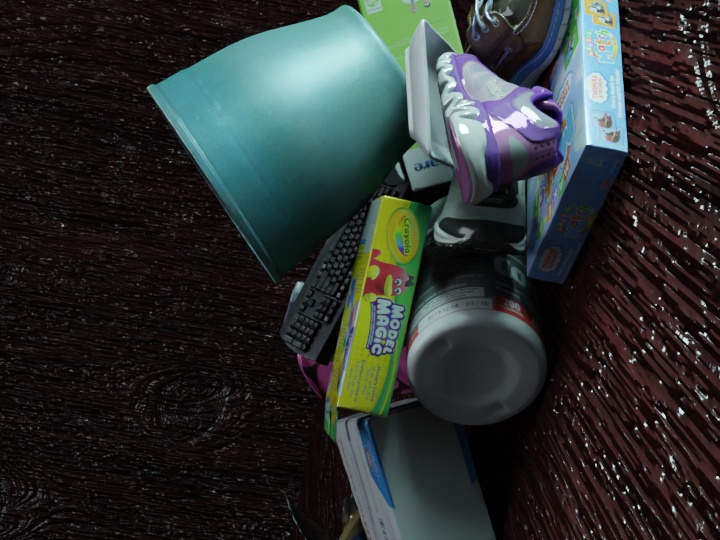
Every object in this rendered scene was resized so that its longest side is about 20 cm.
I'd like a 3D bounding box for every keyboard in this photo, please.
[{"bbox_3d":[0.000,0.000,1.254,0.127,0.021,0.201,23,84,42],"label":"keyboard"}]

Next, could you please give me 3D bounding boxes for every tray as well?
[{"bbox_3d":[0.064,-0.140,1.077,0.200,0.022,0.108,-2,-92,-77],"label":"tray"}]

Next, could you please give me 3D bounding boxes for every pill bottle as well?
[{"bbox_3d":[0.095,0.025,1.093,0.201,0.113,0.114,-88,9,-54],"label":"pill bottle"}]

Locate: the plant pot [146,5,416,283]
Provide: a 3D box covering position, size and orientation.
[{"bbox_3d":[-0.052,-0.123,1.109,0.201,0.187,0.200,56,176,6],"label":"plant pot"}]

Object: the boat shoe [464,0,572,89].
[{"bbox_3d":[0.123,-0.198,1.046,0.200,0.072,0.073,107,172,-63],"label":"boat shoe"}]

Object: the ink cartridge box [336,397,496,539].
[{"bbox_3d":[0.046,0.194,1.167,0.200,0.083,0.146,142,111,-79],"label":"ink cartridge box"}]

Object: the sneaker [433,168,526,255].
[{"bbox_3d":[0.101,-0.067,1.041,0.200,0.073,0.080,-75,-9,-66],"label":"sneaker"}]

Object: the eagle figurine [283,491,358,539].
[{"bbox_3d":[-0.017,0.352,1.472,0.152,0.150,0.202,48,-136,-83],"label":"eagle figurine"}]

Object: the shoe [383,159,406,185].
[{"bbox_3d":[-0.008,-0.125,1.279,0.200,0.090,0.072,-92,-16,-67],"label":"shoe"}]

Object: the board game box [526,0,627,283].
[{"bbox_3d":[0.166,-0.115,1.006,0.152,0.036,0.201,106,171,-50],"label":"board game box"}]

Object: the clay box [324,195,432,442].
[{"bbox_3d":[0.011,0.043,1.071,0.115,0.047,0.202,180,101,-84],"label":"clay box"}]

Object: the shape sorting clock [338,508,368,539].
[{"bbox_3d":[0.014,0.315,1.324,0.200,0.039,0.202,-24,-61,-52],"label":"shape sorting clock"}]

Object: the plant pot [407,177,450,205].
[{"bbox_3d":[0.063,-0.010,1.393,0.200,0.140,0.142,97,180,-63],"label":"plant pot"}]

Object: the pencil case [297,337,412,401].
[{"bbox_3d":[0.035,0.083,1.262,0.091,0.199,0.094,-49,-63,-43],"label":"pencil case"}]

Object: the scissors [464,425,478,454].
[{"bbox_3d":[0.107,0.158,1.246,0.073,0.014,0.201,110,169,-62],"label":"scissors"}]

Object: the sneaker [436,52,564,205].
[{"bbox_3d":[0.107,-0.115,0.977,0.200,0.088,0.081,-96,-8,-63],"label":"sneaker"}]

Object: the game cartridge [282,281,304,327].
[{"bbox_3d":[0.014,0.076,1.395,0.130,0.199,0.039,112,176,-65],"label":"game cartridge"}]

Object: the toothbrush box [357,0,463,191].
[{"bbox_3d":[0.060,-0.200,1.246,0.146,0.085,0.201,-92,-15,-67],"label":"toothbrush box"}]
